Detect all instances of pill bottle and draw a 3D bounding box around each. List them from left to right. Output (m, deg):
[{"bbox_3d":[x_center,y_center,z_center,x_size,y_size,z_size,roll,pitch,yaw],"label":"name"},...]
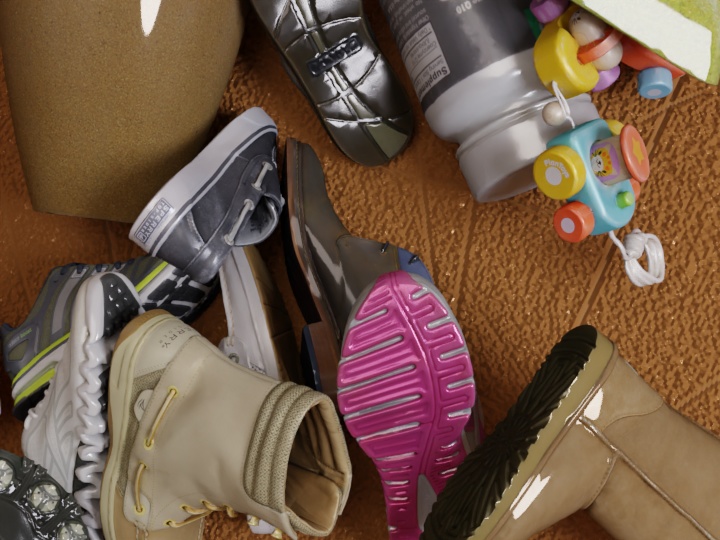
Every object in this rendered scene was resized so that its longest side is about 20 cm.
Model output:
[{"bbox_3d":[0.080,-0.155,0.847,0.112,0.113,0.202,-23,81,8],"label":"pill bottle"}]

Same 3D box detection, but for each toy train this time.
[{"bbox_3d":[0.168,-0.100,0.787,0.055,0.149,0.202,-19,59,46],"label":"toy train"}]

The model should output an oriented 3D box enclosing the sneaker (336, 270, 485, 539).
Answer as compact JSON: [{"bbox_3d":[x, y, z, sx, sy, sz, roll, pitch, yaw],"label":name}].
[{"bbox_3d":[0.033,0.083,0.786,0.080,0.088,0.202,-8,119,5],"label":"sneaker"}]

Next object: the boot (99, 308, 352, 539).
[{"bbox_3d":[-0.082,0.138,0.797,0.154,0.073,0.202,21,117,31],"label":"boot"}]

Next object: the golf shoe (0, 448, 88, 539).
[{"bbox_3d":[-0.197,0.194,0.816,0.200,0.088,0.077,51,60,-15],"label":"golf shoe"}]

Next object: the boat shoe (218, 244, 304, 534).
[{"bbox_3d":[-0.075,0.075,0.862,0.069,0.071,0.202,-18,75,10],"label":"boat shoe"}]

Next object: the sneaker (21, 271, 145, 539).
[{"bbox_3d":[-0.184,0.094,0.849,0.080,0.075,0.202,15,111,19],"label":"sneaker"}]

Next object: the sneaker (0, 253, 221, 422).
[{"bbox_3d":[-0.175,0.018,0.904,0.199,0.074,0.081,-37,67,2],"label":"sneaker"}]

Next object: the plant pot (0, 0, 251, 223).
[{"bbox_3d":[-0.167,-0.135,0.894,0.184,0.186,0.202,7,92,16],"label":"plant pot"}]

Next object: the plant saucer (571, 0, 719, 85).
[{"bbox_3d":[0.141,-0.220,0.779,0.199,0.200,0.048,30,124,-11],"label":"plant saucer"}]

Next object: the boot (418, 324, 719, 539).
[{"bbox_3d":[0.154,0.154,0.735,0.200,0.066,0.176,41,86,-14],"label":"boot"}]

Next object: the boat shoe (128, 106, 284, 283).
[{"bbox_3d":[-0.083,-0.048,0.846,0.068,0.200,0.072,39,113,-4],"label":"boat shoe"}]

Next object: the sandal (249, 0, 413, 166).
[{"bbox_3d":[-0.023,-0.167,0.880,0.081,0.055,0.201,-30,112,-3],"label":"sandal"}]

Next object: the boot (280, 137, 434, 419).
[{"bbox_3d":[0.000,0.000,0.874,0.096,0.075,0.202,-7,70,-9],"label":"boot"}]
